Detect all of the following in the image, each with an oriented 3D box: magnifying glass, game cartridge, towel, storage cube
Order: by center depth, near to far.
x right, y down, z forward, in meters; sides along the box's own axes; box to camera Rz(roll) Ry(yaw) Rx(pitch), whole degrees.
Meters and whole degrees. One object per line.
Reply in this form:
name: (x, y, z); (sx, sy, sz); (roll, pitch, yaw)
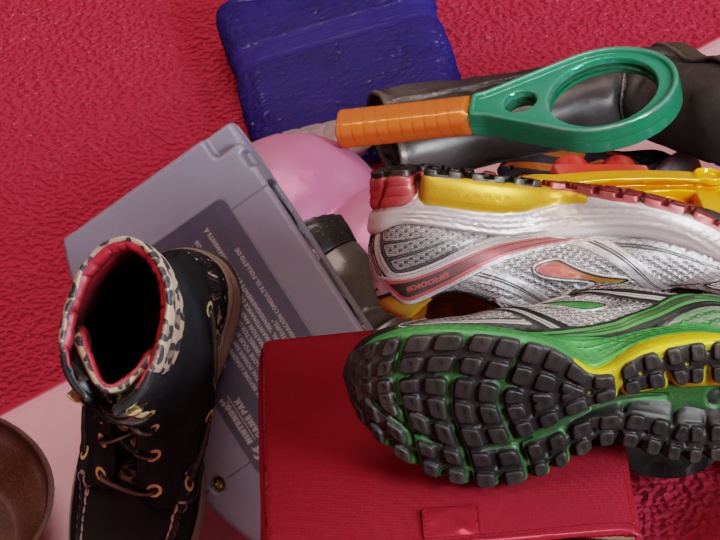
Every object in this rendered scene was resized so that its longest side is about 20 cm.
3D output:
storage cube: (0.043, 0.142, 1.407); (0.199, 0.171, 0.180); (-6, 34, 2)
game cartridge: (-0.067, 0.039, 1.559); (0.133, 0.200, 0.042); (-35, -8, 14)
magnifying glass: (0.084, -0.092, 1.652); (0.199, 0.022, 0.080); (-7, 39, 16)
towel: (-0.011, -0.133, 1.929); (0.147, 0.050, 0.200); (-17, 35, -1)

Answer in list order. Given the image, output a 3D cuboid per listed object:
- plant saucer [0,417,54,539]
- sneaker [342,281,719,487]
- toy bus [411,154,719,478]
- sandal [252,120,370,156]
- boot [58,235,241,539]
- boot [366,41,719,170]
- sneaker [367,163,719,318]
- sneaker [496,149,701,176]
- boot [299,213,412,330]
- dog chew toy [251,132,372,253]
plant saucer: (-0.263, 0.146, 1.580); (0.200, 0.037, 0.201); (-5, 35, 3)
sneaker: (0.090, 0.048, 1.335); (0.199, 0.078, 0.085); (0, 26, -9)
toy bus: (0.113, 0.005, 1.549); (0.199, 0.136, 0.192); (-2, 34, -11)
sandal: (-0.081, -0.038, 1.805); (0.202, 0.050, 0.082); (-23, 22, 0)
boot: (-0.121, 0.080, 1.470); (0.073, 0.204, 0.154); (13, -3, 11)
boot: (0.116, -0.090, 1.703); (0.199, 0.073, 0.182); (-4, 10, -14)
sneaker: (0.099, -0.003, 1.408); (0.199, 0.082, 0.078); (6, 4, -7)
sneaker: (0.117, -0.015, 1.718); (0.112, 0.078, 0.200); (8, 28, 29)
boot: (-0.048, 0.074, 1.597); (0.200, 0.068, 0.131); (-39, 76, 15)
dog chew toy: (0.000, 0.000, 1.673); (0.200, 0.125, 0.124); (25, 46, 28)
